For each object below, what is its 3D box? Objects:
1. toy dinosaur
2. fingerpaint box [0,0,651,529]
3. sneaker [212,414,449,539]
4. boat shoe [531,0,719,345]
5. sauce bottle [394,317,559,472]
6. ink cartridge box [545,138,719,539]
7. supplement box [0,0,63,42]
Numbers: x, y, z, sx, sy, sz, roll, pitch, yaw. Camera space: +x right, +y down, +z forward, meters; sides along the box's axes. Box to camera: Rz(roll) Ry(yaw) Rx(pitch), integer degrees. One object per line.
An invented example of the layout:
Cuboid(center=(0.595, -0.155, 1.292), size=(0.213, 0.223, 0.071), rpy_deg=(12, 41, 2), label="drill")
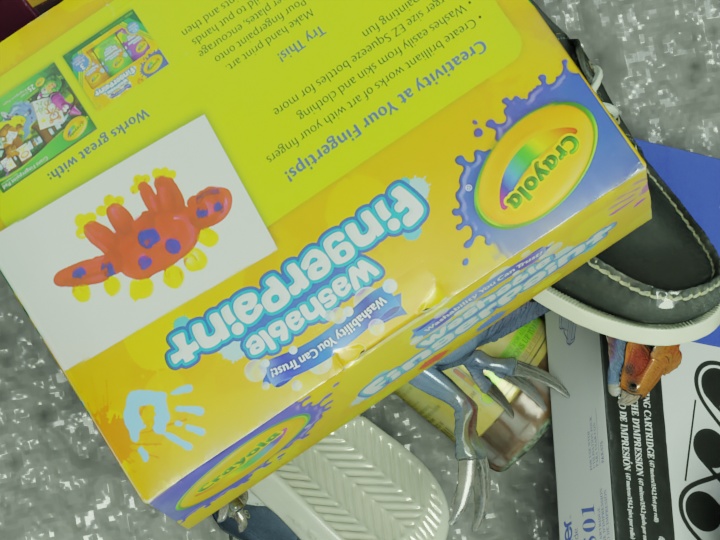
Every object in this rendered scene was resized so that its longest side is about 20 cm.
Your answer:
Cuboid(center=(0.018, 0.024, 0.956), size=(0.181, 0.105, 0.200), rpy_deg=(-30, 126, 11), label="toy dinosaur")
Cuboid(center=(-0.027, -0.036, 0.902), size=(0.200, 0.073, 0.167), rpy_deg=(-34, 75, -1), label="fingerpaint box")
Cuboid(center=(-0.052, 0.060, 1.062), size=(0.075, 0.085, 0.200), rpy_deg=(-33, 77, -30), label="sneaker")
Cuboid(center=(0.063, -0.052, 0.956), size=(0.072, 0.068, 0.200), rpy_deg=(-21, 55, -28), label="boat shoe")
Cuboid(center=(0.000, 0.000, 1.077), size=(0.200, 0.065, 0.065), rpy_deg=(38, 82, -5), label="sauce bottle")
Cuboid(center=(0.125, 0.047, 1.053), size=(0.094, 0.044, 0.201), rpy_deg=(12, 60, -24), label="ink cartridge box")
Cuboid(center=(-0.054, -0.132, 1.032), size=(0.199, 0.086, 0.110), rpy_deg=(-28, 58, -19), label="supplement box")
